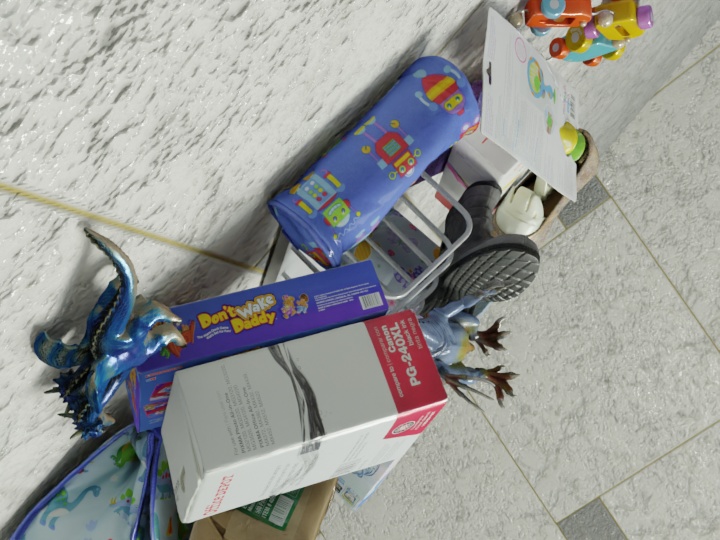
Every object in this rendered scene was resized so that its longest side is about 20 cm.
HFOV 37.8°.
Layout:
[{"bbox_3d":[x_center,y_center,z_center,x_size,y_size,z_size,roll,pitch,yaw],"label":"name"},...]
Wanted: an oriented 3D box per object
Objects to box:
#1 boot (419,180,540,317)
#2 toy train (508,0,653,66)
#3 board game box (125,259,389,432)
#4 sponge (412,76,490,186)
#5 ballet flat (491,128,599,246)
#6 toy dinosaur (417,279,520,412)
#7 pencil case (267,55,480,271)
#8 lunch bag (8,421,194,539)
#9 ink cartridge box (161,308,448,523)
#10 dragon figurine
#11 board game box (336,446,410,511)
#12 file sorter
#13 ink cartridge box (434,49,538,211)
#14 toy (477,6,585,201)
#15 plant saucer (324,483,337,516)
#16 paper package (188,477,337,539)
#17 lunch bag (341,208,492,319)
[{"bbox_3d":[0.117,-0.034,1.029,0.200,0.069,0.134,-35,-144,61],"label":"boot"},{"bbox_3d":[0.218,-0.260,1.086,0.200,0.147,0.057,69,19,-85],"label":"toy train"},{"bbox_3d":[-0.087,0.062,0.840,0.196,0.045,0.135,-14,157,-19],"label":"board game box"},{"bbox_3d":[0.086,-0.141,1.089,0.112,0.030,0.199,-53,170,29],"label":"sponge"},{"bbox_3d":[0.193,-0.083,1.158,0.201,0.067,0.068,-51,154,-19],"label":"ballet flat"},{"bbox_3d":[0.070,0.079,0.960,0.179,0.107,0.198,14,160,-37],"label":"toy dinosaur"},{"bbox_3d":[0.013,-0.088,0.858,0.200,0.078,0.087,-45,-170,-17],"label":"pencil case"},{"bbox_3d":[-0.213,0.221,0.956,0.202,0.126,0.170,-59,170,0],"label":"lunch bag"},{"bbox_3d":[-0.050,0.116,0.821,0.197,0.085,0.146,-13,158,-21],"label":"ink cartridge box"},{"bbox_3d":[-0.168,0.051,0.674,0.099,0.059,0.200,-45,170,-18],"label":"dragon figurine"},{"bbox_3d":[-0.033,0.146,1.164,0.043,0.200,0.200,-36,166,-35],"label":"board game box"},{"bbox_3d":[0.000,0.000,0.991,0.138,0.124,0.201,-40,167,-32],"label":"file sorter"},{"bbox_3d":[0.152,-0.134,1.116,0.117,0.067,0.200,-45,170,-17],"label":"ink cartridge box"},{"bbox_3d":[0.150,-0.147,0.988,0.047,0.118,0.199,-6,162,37],"label":"toy"},{"bbox_3d":[-0.087,0.198,1.140,0.036,0.201,0.201,3,132,-48],"label":"plant saucer"},{"bbox_3d":[-0.093,0.244,0.970,0.200,0.102,0.193,-62,171,-64],"label":"paper package"},{"bbox_3d":[0.033,0.057,1.206,0.127,0.169,0.201,-38,163,-53],"label":"lunch bag"}]
